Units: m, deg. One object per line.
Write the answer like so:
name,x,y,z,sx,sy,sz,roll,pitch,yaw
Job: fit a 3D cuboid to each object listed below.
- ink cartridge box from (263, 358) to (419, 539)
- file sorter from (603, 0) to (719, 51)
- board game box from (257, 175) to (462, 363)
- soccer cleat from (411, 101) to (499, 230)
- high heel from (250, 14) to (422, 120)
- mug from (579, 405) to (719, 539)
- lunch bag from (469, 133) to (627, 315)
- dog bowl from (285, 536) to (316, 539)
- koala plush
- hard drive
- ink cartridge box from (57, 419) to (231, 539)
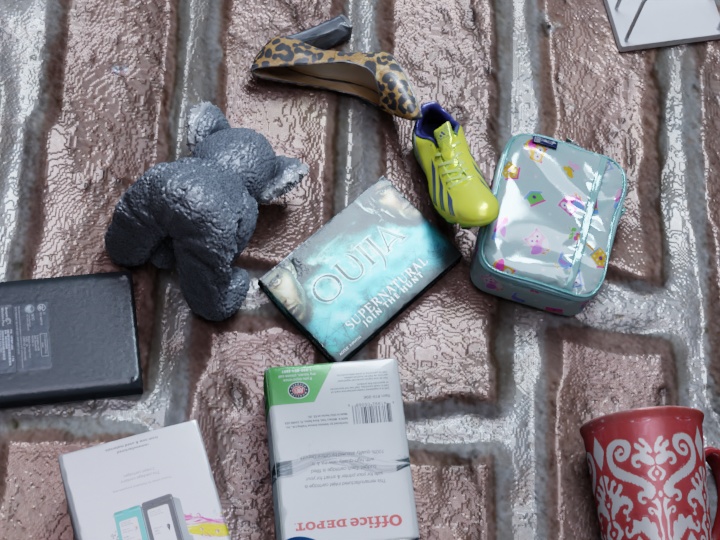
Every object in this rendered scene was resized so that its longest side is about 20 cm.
ink cartridge box,-0.024,0.204,1.678,0.146,0.083,0.201,-3,67,-8
file sorter,0.374,-0.396,1.960,0.138,0.125,0.201,-9,68,-9
board game box,0.000,0.000,1.799,0.200,0.028,0.135,-41,77,-20
soccer cleat,0.102,-0.120,1.793,0.064,0.084,0.201,-14,38,-9
high heel,-0.030,-0.215,1.858,0.142,0.072,0.200,-27,55,-23
mug,0.331,0.255,1.674,0.176,0.134,0.201,-2,70,-5
lunch bag,0.221,-0.057,1.821,0.159,0.077,0.201,17,67,2
dog bowl,-0.029,0.342,1.588,0.199,0.049,0.112,28,47,-32
koala plush,-0.159,-0.087,1.754,0.177,0.184,0.200,32,55,7
hard drive,-0.341,0.076,1.725,0.199,0.033,0.140,-5,67,-9
ink cartridge box,-0.208,0.281,1.590,0.145,0.147,0.201,-14,70,-13
